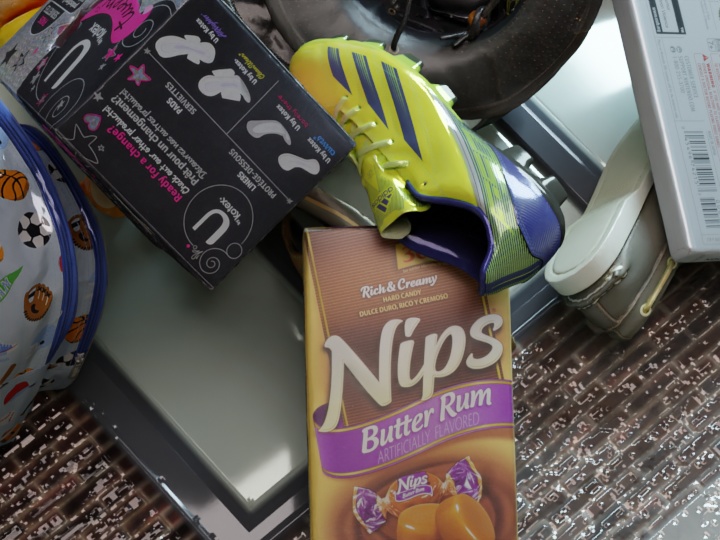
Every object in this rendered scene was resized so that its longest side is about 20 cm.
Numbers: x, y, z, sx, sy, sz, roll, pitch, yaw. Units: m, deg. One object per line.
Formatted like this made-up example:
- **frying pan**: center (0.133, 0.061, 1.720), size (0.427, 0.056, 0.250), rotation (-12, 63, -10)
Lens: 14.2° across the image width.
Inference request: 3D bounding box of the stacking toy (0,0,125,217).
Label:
- **stacking toy**: center (-0.171, -0.127, 1.714), size (0.115, 0.110, 0.201), rotation (-15, 82, -6)

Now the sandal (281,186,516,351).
- **sandal**: center (0.000, 0.000, 1.678), size (0.200, 0.080, 0.054), rotation (37, 89, 8)

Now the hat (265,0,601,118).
- **hat**: center (0.043, -0.188, 1.670), size (0.199, 0.081, 0.202), rotation (1, 104, 3)

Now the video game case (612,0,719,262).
- **video game case**: center (0.237, -0.104, 1.709), size (0.181, 0.023, 0.201), rotation (-2, 73, -33)

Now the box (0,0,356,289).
- **box**: center (-0.111, -0.092, 1.583), size (0.115, 0.200, 0.132), rotation (-46, 113, -3)

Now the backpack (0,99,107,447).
- **backpack**: center (-0.226, -0.003, 1.591), size (0.154, 0.191, 0.200), rotation (-26, 69, -32)

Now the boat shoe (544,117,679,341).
- **boat shoe**: center (0.178, -0.043, 1.709), size (0.060, 0.072, 0.202), rotation (47, 54, -16)

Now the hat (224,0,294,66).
- **hat**: center (0.009, -0.208, 1.762), size (0.199, 0.081, 0.202), rotation (2, 66, -3)

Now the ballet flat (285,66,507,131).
- **ballet flat**: center (0.015, -0.095, 1.716), size (0.199, 0.068, 0.068), rotation (-12, 25, -3)

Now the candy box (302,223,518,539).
- **candy box**: center (0.026, 0.075, 1.609), size (0.116, 0.056, 0.201), rotation (-2, 86, -2)

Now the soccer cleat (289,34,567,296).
- **soccer cleat**: center (0.024, -0.060, 1.577), size (0.200, 0.065, 0.084), rotation (38, 62, 26)
